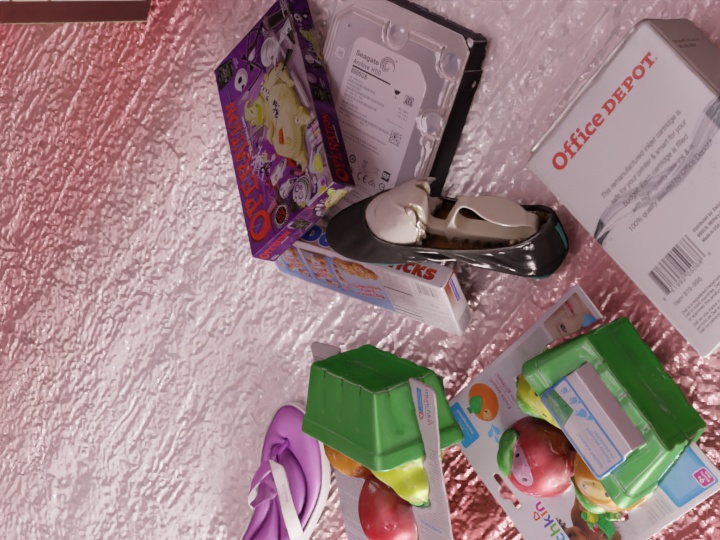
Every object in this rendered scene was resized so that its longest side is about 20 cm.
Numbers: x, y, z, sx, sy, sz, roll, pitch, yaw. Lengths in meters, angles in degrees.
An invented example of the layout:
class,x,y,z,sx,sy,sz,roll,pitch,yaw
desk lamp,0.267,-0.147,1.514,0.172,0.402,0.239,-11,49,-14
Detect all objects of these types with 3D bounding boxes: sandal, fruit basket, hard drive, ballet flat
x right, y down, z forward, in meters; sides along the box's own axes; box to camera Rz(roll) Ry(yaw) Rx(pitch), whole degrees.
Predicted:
class,x,y,z,sx,sy,sz,roll,pitch,yaw
sandal,-0.078,0.222,1.301,0.082,0.050,0.204,24,111,29
fruit basket,0.027,0.169,1.179,0.185,0.093,0.202,17,126,57
hard drive,0.018,-0.126,1.178,0.139,0.038,0.201,30,114,27
ballet flat,0.067,-0.041,1.109,0.198,0.068,0.069,5,145,11
fruit basket,0.161,0.139,1.092,0.200,0.093,0.186,-45,73,36

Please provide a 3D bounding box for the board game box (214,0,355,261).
class,x,y,z,sx,sy,sz,roll,pitch,yaw
board game box,-0.069,-0.124,1.194,0.120,0.032,0.201,-44,50,42

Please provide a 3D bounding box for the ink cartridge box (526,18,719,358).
class,x,y,z,sx,sy,sz,roll,pitch,yaw
ink cartridge box,0.240,-0.063,1.003,0.200,0.083,0.147,50,123,16

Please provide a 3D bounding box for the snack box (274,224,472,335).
class,x,y,z,sx,sy,sz,roll,pitch,yaw
snack box,0.000,0.000,1.195,0.199,0.024,0.072,19,154,31

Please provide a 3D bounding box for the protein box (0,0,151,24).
class,x,y,z,sx,sy,sz,roll,pitch,yaw
protein box,-0.313,-0.324,1.273,0.198,0.199,0.136,30,114,27
